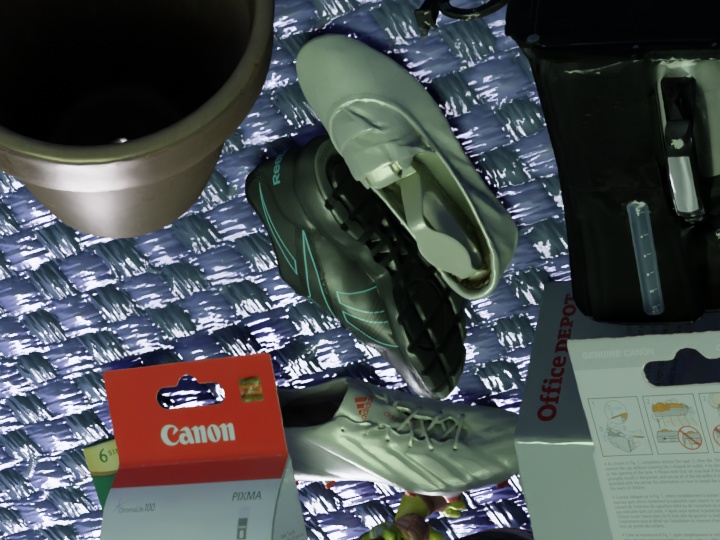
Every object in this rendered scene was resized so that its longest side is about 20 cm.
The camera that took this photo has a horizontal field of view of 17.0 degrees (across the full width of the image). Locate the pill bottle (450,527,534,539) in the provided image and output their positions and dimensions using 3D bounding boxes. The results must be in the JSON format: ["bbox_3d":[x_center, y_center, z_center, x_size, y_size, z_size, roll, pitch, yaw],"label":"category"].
[{"bbox_3d":[0.091,0.233,1.621,0.115,0.117,0.200,-1,177,17],"label":"pill bottle"}]

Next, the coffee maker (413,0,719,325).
[{"bbox_3d":[0.152,-0.082,1.379,0.191,0.135,0.201,18,139,32],"label":"coffee maker"}]

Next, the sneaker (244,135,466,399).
[{"bbox_3d":[0.000,0.000,1.531,0.079,0.076,0.201,-12,120,37],"label":"sneaker"}]

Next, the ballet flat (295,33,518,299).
[{"bbox_3d":[0.031,-0.059,1.460,0.069,0.070,0.200,-22,124,32],"label":"ballet flat"}]

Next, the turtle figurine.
[{"bbox_3d":[0.007,0.221,1.664,0.064,0.161,0.201,22,133,19],"label":"turtle figurine"}]

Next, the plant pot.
[{"bbox_3d":[-0.145,-0.106,1.395,0.198,0.202,0.175,10,152,6],"label":"plant pot"}]

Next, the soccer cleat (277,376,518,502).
[{"bbox_3d":[0.021,0.109,1.624,0.198,0.070,0.078,-1,130,20],"label":"soccer cleat"}]

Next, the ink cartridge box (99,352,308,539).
[{"bbox_3d":[-0.113,0.165,1.621,0.162,0.057,0.202,-8,99,38],"label":"ink cartridge box"}]

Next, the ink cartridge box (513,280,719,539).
[{"bbox_3d":[0.208,0.105,1.510,0.198,0.146,0.145,1,133,16],"label":"ink cartridge box"}]

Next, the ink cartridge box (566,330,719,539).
[{"bbox_3d":[0.216,0.122,1.381,0.160,0.050,0.202,-5,106,36],"label":"ink cartridge box"}]

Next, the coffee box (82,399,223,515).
[{"bbox_3d":[-0.111,0.200,1.689,0.122,0.044,0.202,-17,90,31],"label":"coffee box"}]
